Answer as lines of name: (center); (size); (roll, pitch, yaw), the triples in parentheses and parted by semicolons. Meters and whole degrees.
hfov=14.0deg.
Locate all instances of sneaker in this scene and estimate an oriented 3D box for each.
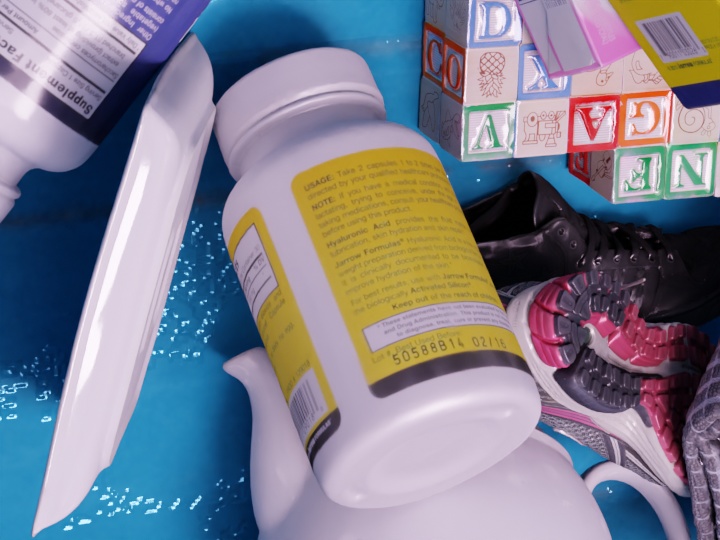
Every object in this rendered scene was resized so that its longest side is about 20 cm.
sneaker: (0.106, -0.007, 1.499); (0.199, 0.060, 0.105); (-22, 121, -10)
sneaker: (0.121, 0.053, 1.467); (0.200, 0.074, 0.081); (39, 56, -47)

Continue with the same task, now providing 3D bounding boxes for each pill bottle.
pill bottle: (0.000, 0.000, 1.375); (0.111, 0.201, 0.111); (-19, 157, -8)
pill bottle: (-0.141, -0.116, 1.325); (0.111, 0.111, 0.200); (37, 93, -29)

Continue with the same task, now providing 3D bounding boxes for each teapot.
teapot: (0.047, 0.127, 1.476); (0.200, 0.196, 0.147); (50, 45, -55)

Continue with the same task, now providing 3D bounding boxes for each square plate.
square plate: (-0.103, 0.003, 1.341); (0.028, 0.198, 0.201); (15, 104, -2)

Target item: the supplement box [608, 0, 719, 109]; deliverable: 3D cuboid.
supplement box: (0.148, -0.185, 1.305); (0.109, 0.109, 0.200); (-40, 101, -15)

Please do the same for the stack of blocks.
stack of blocks: (0.132, -0.097, 1.476); (0.199, 0.059, 0.116); (-5, 110, -21)

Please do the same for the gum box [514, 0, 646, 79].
gum box: (0.112, -0.196, 1.386); (0.113, 0.066, 0.201); (-27, 97, -17)

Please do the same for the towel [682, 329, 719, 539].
towel: (0.226, 0.082, 1.504); (0.201, 0.085, 0.166); (75, 30, -43)
